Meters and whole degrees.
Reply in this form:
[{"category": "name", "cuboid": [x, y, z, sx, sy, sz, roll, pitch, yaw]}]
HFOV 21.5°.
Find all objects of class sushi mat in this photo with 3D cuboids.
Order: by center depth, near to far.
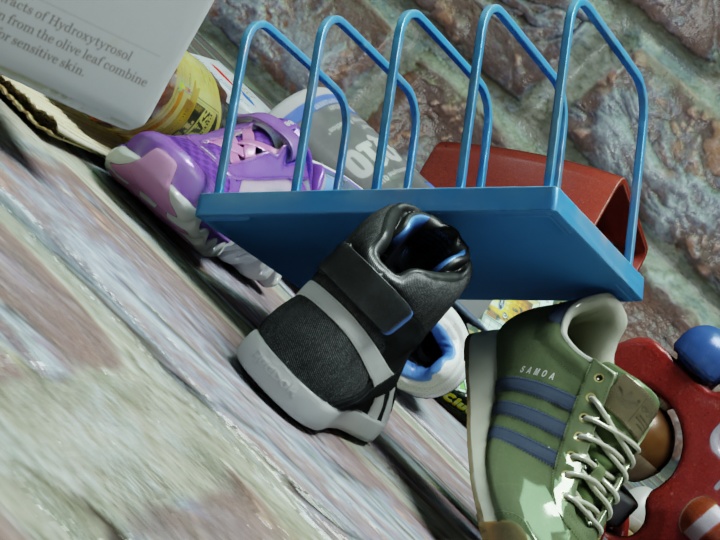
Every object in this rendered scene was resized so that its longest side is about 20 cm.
[{"category": "sushi mat", "cuboid": [-0.167, -0.092, 1.066, 0.096, 0.012, 0.200, 45, 4, 13]}]

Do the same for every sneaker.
[{"category": "sneaker", "cuboid": [0.104, 0.082, 0.931, 0.067, 0.089, 0.201, 53, 20, -32]}, {"category": "sneaker", "cuboid": [0.013, 0.023, 0.936, 0.073, 0.112, 0.200, 46, 5, 7]}, {"category": "sneaker", "cuboid": [-0.072, -0.055, 1.068, 0.080, 0.089, 0.200, 43, 5, 18]}, {"category": "sneaker", "cuboid": [0.000, 0.000, 1.253, 0.200, 0.080, 0.146, 49, 0, -2]}]

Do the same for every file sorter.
[{"category": "file sorter", "cuboid": [0.040, -0.062, 1.000, 0.198, 0.124, 0.139, 0, -19, 27]}]

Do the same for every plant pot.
[{"category": "plant pot", "cuboid": [0.122, -0.002, 1.673, 0.175, 0.201, 0.200, 28, -9, 21]}]

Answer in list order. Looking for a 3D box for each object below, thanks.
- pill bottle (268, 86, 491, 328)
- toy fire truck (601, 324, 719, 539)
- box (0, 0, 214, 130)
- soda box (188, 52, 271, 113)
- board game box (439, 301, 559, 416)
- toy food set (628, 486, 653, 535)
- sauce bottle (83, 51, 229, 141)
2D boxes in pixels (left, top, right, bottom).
[{"category": "pill bottle", "cuboid": [0.005, -0.032, 1.405, 0.200, 0.114, 0.114, 44, 4, 17]}, {"category": "toy fire truck", "cuboid": [0.167, 0.123, 1.014, 0.200, 0.168, 0.112, 45, 4, 18]}, {"category": "box", "cuboid": [-0.168, -0.205, 0.865, 0.199, 0.172, 0.199, 23, 15, -34]}, {"category": "soda box", "cuboid": [-0.114, -0.112, 1.389, 0.064, 0.068, 0.200, 43, 5, -1]}, {"category": "board game box", "cuboid": [0.126, 0.045, 1.473, 0.104, 0.023, 0.201, 34, 48, -15]}, {"category": "toy food set", "cuboid": [0.181, 0.162, 1.502, 0.200, 0.060, 0.143, 46, 5, 23]}, {"category": "sauce bottle", "cuboid": [-0.113, -0.100, 1.123, 0.066, 0.066, 0.200, 44, 5, 13]}]
